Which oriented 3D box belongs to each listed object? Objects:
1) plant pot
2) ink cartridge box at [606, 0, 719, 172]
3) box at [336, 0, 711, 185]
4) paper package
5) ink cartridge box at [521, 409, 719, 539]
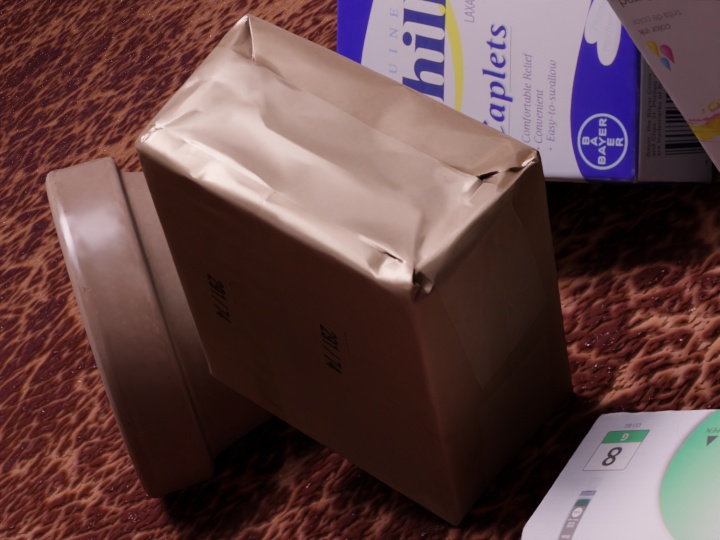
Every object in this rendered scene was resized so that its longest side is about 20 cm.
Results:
[{"bbox_3d":[-0.075,0.011,1.227,0.173,0.201,0.200,-19,23,-5],"label":"plant pot"},{"bbox_3d":[0.223,-0.118,1.010,0.145,0.200,0.083,-10,37,47],"label":"ink cartridge box"},{"bbox_3d":[0.092,-0.143,1.173,0.199,0.185,0.105,4,6,34],"label":"box"},{"bbox_3d":[0.000,0.000,1.028,0.190,0.201,0.104,29,63,30],"label":"paper package"},{"bbox_3d":[0.121,0.139,0.860,0.160,0.050,0.200,-7,34,49],"label":"ink cartridge box"}]
